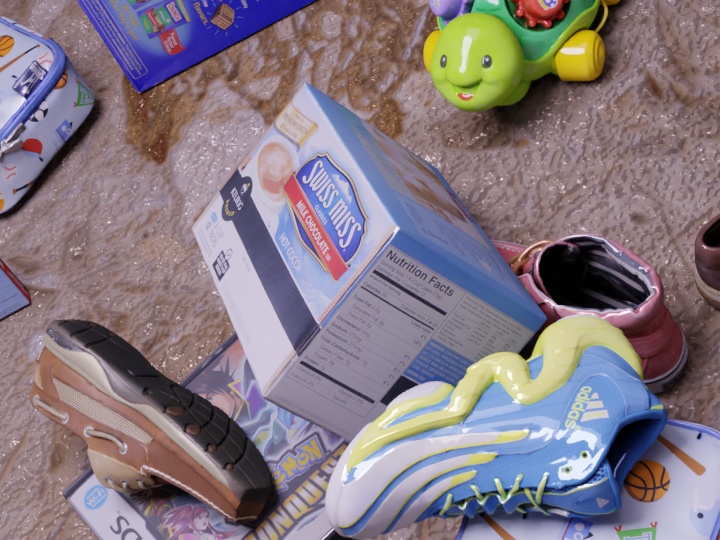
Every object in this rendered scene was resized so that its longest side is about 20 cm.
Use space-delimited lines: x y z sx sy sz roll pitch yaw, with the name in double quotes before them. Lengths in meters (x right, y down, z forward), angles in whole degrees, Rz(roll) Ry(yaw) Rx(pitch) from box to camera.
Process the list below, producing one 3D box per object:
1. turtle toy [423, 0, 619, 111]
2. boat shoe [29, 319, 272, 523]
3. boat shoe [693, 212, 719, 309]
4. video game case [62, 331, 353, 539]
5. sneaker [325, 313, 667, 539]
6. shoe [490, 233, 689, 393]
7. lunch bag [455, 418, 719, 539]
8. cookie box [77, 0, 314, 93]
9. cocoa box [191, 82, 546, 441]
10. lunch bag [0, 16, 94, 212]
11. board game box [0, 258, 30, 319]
"turtle toy" 0.109 -0.194 1.085 0.144 0.101 0.201 4 57 26
"boat shoe" -0.143 0.109 0.963 0.199 0.075 0.074 34 100 29
"boat shoe" 0.295 -0.051 0.916 0.199 0.072 0.072 -29 49 0
"video game case" -0.078 0.136 0.970 0.200 0.026 0.180 -43 50 -11
"sneaker" 0.080 0.102 0.796 0.199 0.076 0.105 -33 43 -10
"shoe" 0.116 0.007 0.938 0.199 0.091 0.072 25 67 35
"lunch bag" 0.132 0.174 0.819 0.159 0.076 0.201 12 60 28
"cookie box" -0.138 -0.264 1.201 0.199 0.172 0.076 -26 52 2
"cocoa box" 0.000 0.000 0.919 0.132 0.133 0.200 -51 34 15
"lunch bag" -0.332 -0.137 1.246 0.199 0.076 0.161 27 71 37
"board game box" -0.365 0.038 1.118 0.199 0.103 0.020 -28 49 1
